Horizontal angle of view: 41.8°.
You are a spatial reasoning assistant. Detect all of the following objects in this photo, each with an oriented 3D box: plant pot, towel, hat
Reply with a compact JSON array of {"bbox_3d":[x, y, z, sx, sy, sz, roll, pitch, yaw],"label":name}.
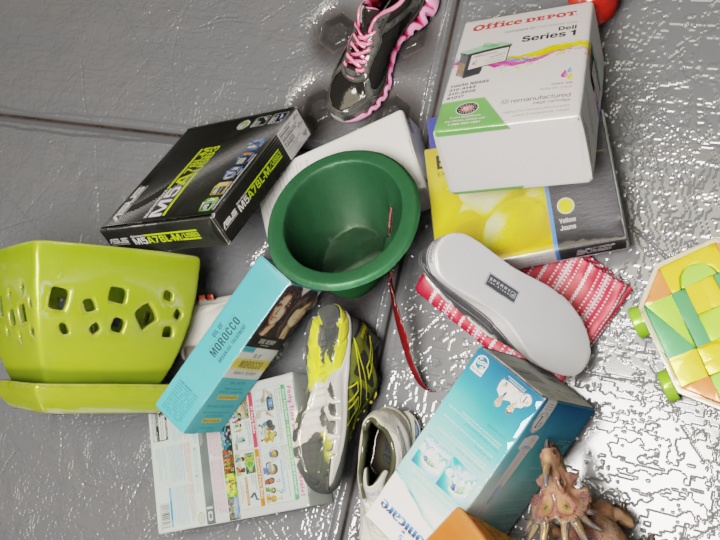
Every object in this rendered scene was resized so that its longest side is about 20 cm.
[{"bbox_3d":[-0.316,0.071,1.090,0.199,0.197,0.184,-5,82,54],"label":"plant pot"},{"bbox_3d":[0.167,0.018,1.007,0.200,0.022,0.145,38,96,26],"label":"towel"},{"bbox_3d":[0.000,0.000,1.035,0.164,0.177,0.202,1,58,18],"label":"hat"}]

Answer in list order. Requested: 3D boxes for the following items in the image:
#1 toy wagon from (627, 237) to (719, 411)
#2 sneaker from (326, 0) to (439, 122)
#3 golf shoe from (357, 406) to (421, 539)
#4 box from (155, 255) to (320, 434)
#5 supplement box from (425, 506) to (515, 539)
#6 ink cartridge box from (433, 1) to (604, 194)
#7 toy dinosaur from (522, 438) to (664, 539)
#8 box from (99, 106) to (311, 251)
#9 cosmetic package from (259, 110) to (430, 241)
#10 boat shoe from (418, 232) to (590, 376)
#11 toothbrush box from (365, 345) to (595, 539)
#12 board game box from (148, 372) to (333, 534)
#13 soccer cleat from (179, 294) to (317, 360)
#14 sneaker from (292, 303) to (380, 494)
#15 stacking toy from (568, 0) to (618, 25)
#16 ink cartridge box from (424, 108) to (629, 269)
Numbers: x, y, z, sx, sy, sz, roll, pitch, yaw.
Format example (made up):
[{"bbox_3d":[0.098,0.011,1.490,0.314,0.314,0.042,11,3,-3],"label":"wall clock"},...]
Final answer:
[{"bbox_3d":[0.356,0.071,0.901,0.154,0.040,0.202,-26,69,17],"label":"toy wagon"},{"bbox_3d":[0.011,-0.271,1.101,0.079,0.095,0.201,31,93,25],"label":"sneaker"},{"bbox_3d":[0.020,0.243,0.983,0.077,0.097,0.203,-8,77,21],"label":"golf shoe"},{"bbox_3d":[-0.130,0.083,1.020,0.049,0.082,0.201,39,98,22],"label":"box"},{"bbox_3d":[0.137,0.287,0.861,0.069,0.200,0.067,-47,41,4],"label":"supplement box"},{"bbox_3d":[0.167,-0.178,0.963,0.143,0.084,0.201,-4,44,22],"label":"ink cartridge box"},{"bbox_3d":[0.221,0.259,0.867,0.086,0.135,0.200,-47,65,8],"label":"toy dinosaur"},{"bbox_3d":[-0.179,-0.104,1.097,0.192,0.048,0.201,-1,43,37],"label":"box"},{"bbox_3d":[-0.016,-0.092,1.087,0.198,0.074,0.103,-20,71,17],"label":"cosmetic package"},{"bbox_3d":[0.142,0.037,0.950,0.199,0.068,0.072,34,74,-10],"label":"boat shoe"},{"bbox_3d":[0.119,0.185,0.912,0.085,0.146,0.201,38,101,32],"label":"toothbrush box"},{"bbox_3d":[-0.140,0.210,1.081,0.198,0.064,0.149,-15,74,22],"label":"board game box"},{"bbox_3d":[-0.135,0.060,1.115,0.198,0.069,0.079,-10,88,24],"label":"soccer cleat"},{"bbox_3d":[-0.015,0.140,1.019,0.074,0.084,0.202,-11,68,48],"label":"sneaker"},{"bbox_3d":[0.301,-0.341,0.998,0.200,0.085,0.086,-41,66,16],"label":"stacking toy"},{"bbox_3d":[0.169,-0.102,1.002,0.195,0.047,0.202,-12,71,15],"label":"ink cartridge box"}]
